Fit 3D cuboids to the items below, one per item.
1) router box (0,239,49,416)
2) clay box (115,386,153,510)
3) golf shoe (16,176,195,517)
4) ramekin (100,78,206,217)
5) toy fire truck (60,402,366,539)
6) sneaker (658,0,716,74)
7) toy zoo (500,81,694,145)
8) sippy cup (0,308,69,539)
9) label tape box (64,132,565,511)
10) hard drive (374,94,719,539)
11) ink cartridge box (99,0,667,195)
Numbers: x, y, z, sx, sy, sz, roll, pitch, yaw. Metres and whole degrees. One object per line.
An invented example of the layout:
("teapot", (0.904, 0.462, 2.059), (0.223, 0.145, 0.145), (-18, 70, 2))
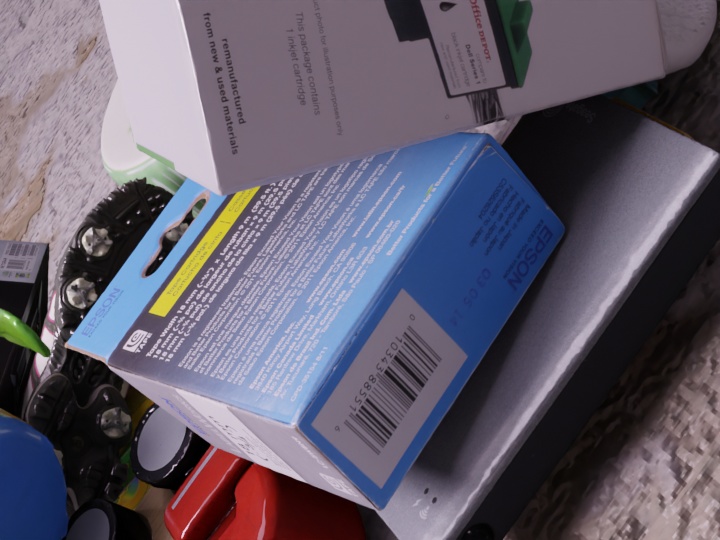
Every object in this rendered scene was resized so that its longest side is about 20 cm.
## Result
("router box", (-0.226, 0.092, 0.974), (0.200, 0.052, 0.158), (-95, 10, -66))
("clay box", (-0.132, 0.067, 0.978), (0.115, 0.048, 0.200), (-48, 32, 17))
("golf shoe", (-0.155, 0.042, 0.915), (0.088, 0.077, 0.201), (-22, 45, 58))
("ramekin", (-0.074, -0.112, 1.010), (0.200, 0.098, 0.201), (-38, 34, 32))
("toy fire truck", (-0.071, 0.170, 0.728), (0.176, 0.128, 0.200), (-53, 40, 6))
("sneaker", (0.110, -0.132, 0.797), (0.105, 0.075, 0.200), (-58, 22, 33))
("toy zoo", (0.083, -0.006, 0.750), (0.201, 0.020, 0.131), (-60, 30, -5))
("sippy cup", (-0.214, 0.107, 0.770), (0.130, 0.139, 0.179), (10, 95, 34))
("label tape box", (-0.026, 0.009, 0.713), (0.200, 0.063, 0.145), (11, 61, 55))
("hard drive", (0.066, 0.019, 0.696), (0.200, 0.033, 0.140), (-55, 29, 4))
("ink cartridge box", (0.006, -0.103, 0.685), (0.199, 0.085, 0.146), (-17, 16, -18))
